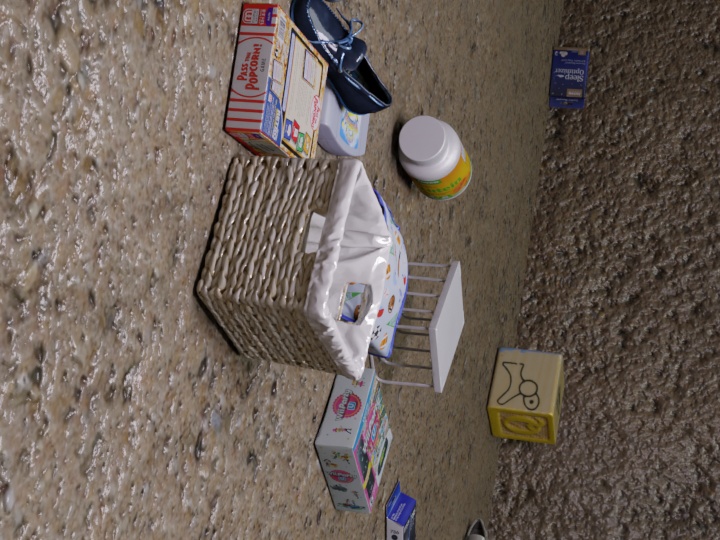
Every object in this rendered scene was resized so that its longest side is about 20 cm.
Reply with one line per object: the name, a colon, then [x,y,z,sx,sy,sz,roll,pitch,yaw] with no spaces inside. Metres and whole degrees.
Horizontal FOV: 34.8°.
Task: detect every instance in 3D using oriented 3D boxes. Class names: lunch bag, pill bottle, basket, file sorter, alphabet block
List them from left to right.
basket: [-0.071,-0.005,1.327,0.200,0.160,0.199,67,33,-61]
lunch bag: [0.000,0.000,1.649,0.170,0.123,0.201,54,52,-65]
file sorter: [0.101,0.092,2.019,0.200,0.124,0.139,-64,153,-51]
pill bottle: [0.129,-0.203,2.041,0.200,0.110,0.112,40,57,-71]
alphabet block: [0.480,0.361,3.313,0.197,0.194,0.201,69,31,-53]

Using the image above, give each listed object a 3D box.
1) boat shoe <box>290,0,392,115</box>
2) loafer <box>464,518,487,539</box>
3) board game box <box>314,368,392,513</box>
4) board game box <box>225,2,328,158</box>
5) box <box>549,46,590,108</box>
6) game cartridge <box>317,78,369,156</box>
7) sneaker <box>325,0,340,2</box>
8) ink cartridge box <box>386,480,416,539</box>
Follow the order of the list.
boat shoe: [-0.017,-0.288,1.505,0.200,0.068,0.084,46,56,-45]
loafer: [0.302,0.734,3.054,0.200,0.070,0.070,-66,152,-66]
board game box: [-0.008,0.269,1.816,0.200,0.064,0.148,75,25,-48]
board game box: [-0.095,-0.210,1.375,0.200,0.046,0.152,36,61,-72]
box: [0.699,-0.647,3.852,0.032,0.120,0.201,-7,102,-74]
game cartridge: [-0.026,-0.233,1.633,0.200,0.040,0.134,20,80,-73]
sneaker: [-0.009,-0.424,1.546,0.096,0.079,0.201,75,26,-56]
ink cartridge box: [0.079,0.522,2.251,0.099,0.039,0.201,-51,143,-62]
